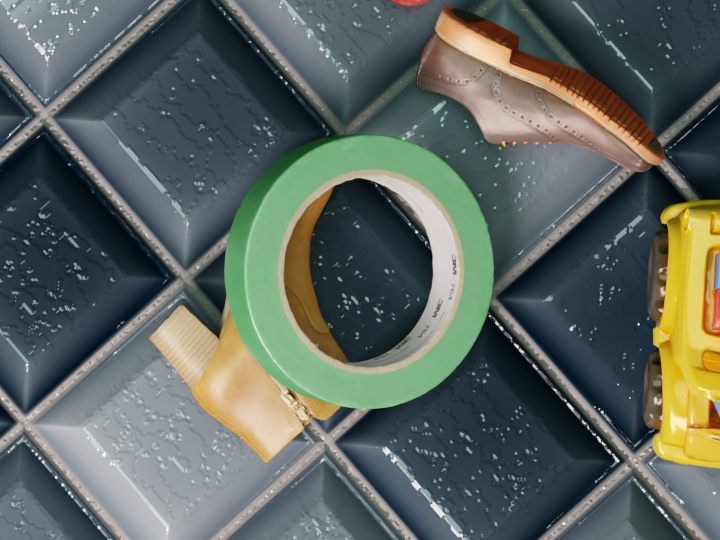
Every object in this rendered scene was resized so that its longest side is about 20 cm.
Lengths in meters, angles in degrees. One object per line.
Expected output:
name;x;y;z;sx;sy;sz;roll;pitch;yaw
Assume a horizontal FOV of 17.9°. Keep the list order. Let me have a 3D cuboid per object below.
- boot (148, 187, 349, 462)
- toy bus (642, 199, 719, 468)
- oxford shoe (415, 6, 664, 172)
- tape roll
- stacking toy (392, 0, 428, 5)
boot;-0.047;0.033;1.732;0.144;0.071;0.201;43;88;-5
toy bus;0.277;0.047;1.642;0.135;0.192;0.201;4;89;2
oxford shoe;0.135;-0.121;1.727;0.199;0.071;0.073;32;110;9
tape roll;0.000;0.000;1.692;0.199;0.048;0.202;-1;93;-22
stacking toy;0.020;-0.299;1.732;0.085;0.085;0.201;-18;92;3
